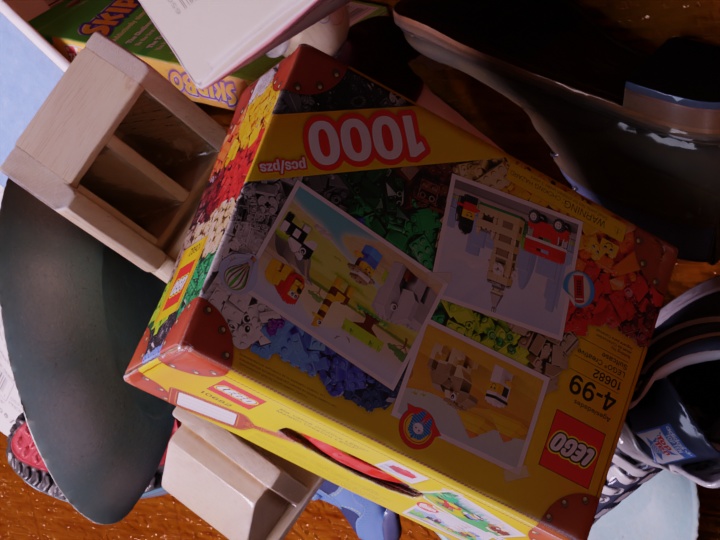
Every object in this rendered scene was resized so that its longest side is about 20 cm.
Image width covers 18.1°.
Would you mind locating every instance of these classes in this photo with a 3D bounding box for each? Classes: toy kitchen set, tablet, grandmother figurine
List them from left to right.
[{"bbox_3d":[-0.205,-0.103,1.278,0.200,0.014,0.130,43,141,12],"label":"tablet"},{"bbox_3d":[-0.064,0.031,1.069,0.200,0.164,0.180,33,177,27],"label":"toy kitchen set"},{"bbox_3d":[0.017,-0.080,1.127,0.060,0.122,0.200,-30,116,36],"label":"grandmother figurine"}]

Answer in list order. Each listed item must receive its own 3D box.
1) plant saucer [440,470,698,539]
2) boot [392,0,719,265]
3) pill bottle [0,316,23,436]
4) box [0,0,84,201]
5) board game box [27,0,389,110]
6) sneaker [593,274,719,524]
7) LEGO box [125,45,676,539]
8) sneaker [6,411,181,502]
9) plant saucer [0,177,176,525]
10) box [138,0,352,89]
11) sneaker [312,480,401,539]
[{"bbox_3d":[0.100,0.091,1.215,0.200,0.039,0.202,22,131,28],"label":"plant saucer"},{"bbox_3d":[0.098,-0.070,1.085,0.199,0.075,0.097,22,130,33],"label":"boot"},{"bbox_3d":[-0.169,0.022,1.414,0.114,0.114,0.200,47,143,10],"label":"pill bottle"},{"bbox_3d":[-0.207,-0.114,1.364,0.125,0.097,0.200,49,142,6],"label":"box"},{"bbox_3d":[-0.087,-0.128,1.223,0.199,0.095,0.030,19,132,38],"label":"board game box"},{"bbox_3d":[0.120,0.086,1.074,0.200,0.109,0.070,-42,99,16],"label":"sneaker"},{"bbox_3d":[0.020,0.018,0.995,0.199,0.150,0.077,27,159,-17],"label":"LEGO box"},{"bbox_3d":[-0.116,0.116,1.393,0.096,0.199,0.080,84,-176,-67],"label":"sneaker"},{"bbox_3d":[-0.130,0.029,1.177,0.038,0.201,0.202,-12,113,14],"label":"plant saucer"},{"bbox_3d":[-0.005,-0.185,1.001,0.109,0.200,0.128,56,143,-2],"label":"box"},{"bbox_3d":[-0.038,0.089,1.301,0.200,0.082,0.074,59,-174,-33],"label":"sneaker"}]
